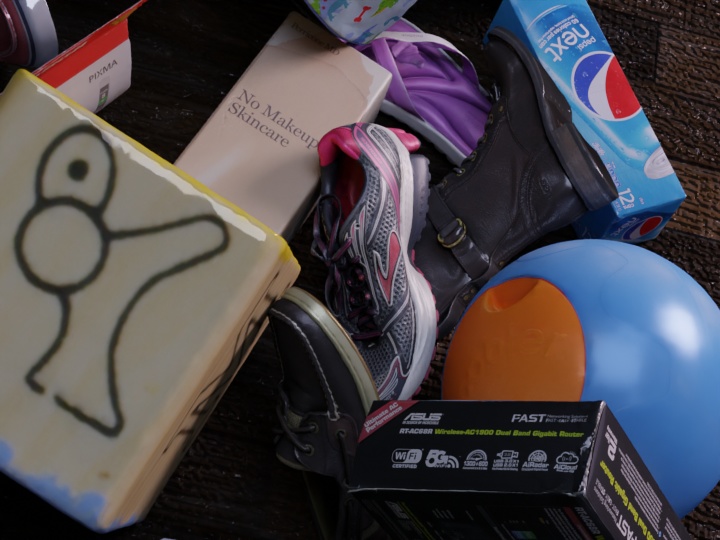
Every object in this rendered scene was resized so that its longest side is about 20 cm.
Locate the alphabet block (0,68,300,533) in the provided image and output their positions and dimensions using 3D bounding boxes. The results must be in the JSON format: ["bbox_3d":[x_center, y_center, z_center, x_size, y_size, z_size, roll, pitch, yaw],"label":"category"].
[{"bbox_3d":[-0.169,0.023,1.193,0.195,0.196,0.201,33,86,2],"label":"alphabet block"}]

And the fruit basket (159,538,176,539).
[{"bbox_3d":[-0.048,0.271,1.211,0.198,0.094,0.187,7,60,6],"label":"fruit basket"}]

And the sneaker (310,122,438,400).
[{"bbox_3d":[0.000,0.000,1.328,0.074,0.080,0.202,7,76,-50],"label":"sneaker"}]

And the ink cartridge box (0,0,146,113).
[{"bbox_3d":[-0.211,-0.103,1.282,0.161,0.200,0.050,-40,101,-28],"label":"ink cartridge box"}]

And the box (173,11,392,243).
[{"bbox_3d":[-0.068,-0.076,1.376,0.095,0.078,0.201,31,60,2],"label":"box"}]

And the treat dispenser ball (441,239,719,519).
[{"bbox_3d":[0.152,0.081,1.284,0.199,0.201,0.202,6,62,-12],"label":"treat dispenser ball"}]

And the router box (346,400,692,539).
[{"bbox_3d":[0.102,0.150,1.156,0.149,0.200,0.063,-1,56,29],"label":"router box"}]

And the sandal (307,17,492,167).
[{"bbox_3d":[0.050,-0.146,1.461,0.202,0.050,0.083,36,59,6],"label":"sandal"}]

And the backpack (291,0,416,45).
[{"bbox_3d":[-0.019,-0.271,1.381,0.146,0.183,0.201,-34,88,15],"label":"backpack"}]

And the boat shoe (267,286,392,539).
[{"bbox_3d":[-0.023,0.106,1.245,0.066,0.202,0.072,-33,35,-21],"label":"boat shoe"}]

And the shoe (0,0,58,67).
[{"bbox_3d":[-0.272,-0.164,1.316,0.090,0.200,0.072,-22,108,-20],"label":"shoe"}]

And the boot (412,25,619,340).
[{"bbox_3d":[0.076,-0.067,1.385,0.174,0.069,0.201,-34,47,12],"label":"boot"}]

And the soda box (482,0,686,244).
[{"bbox_3d":[0.166,-0.116,1.467,0.064,0.068,0.201,-16,68,-22],"label":"soda box"}]
